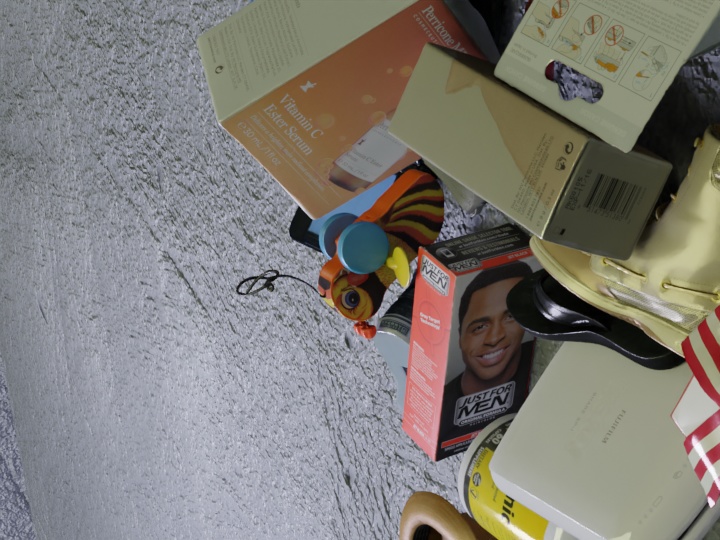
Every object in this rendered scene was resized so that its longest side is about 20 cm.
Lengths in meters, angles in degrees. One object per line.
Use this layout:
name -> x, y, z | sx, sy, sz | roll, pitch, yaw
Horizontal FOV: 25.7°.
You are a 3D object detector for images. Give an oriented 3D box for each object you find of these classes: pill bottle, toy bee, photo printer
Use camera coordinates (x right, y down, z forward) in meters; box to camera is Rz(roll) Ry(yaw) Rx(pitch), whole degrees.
pill bottle -> 0.179, 0.206, 1.329 | 0.200, 0.111, 0.112 | 31, 129, 53
toy bee -> 0.000, 0.000, 1.440 | 0.109, 0.200, 0.131 | 60, -171, -21
photo printer -> 0.206, 0.133, 1.203 | 0.167, 0.069, 0.200 | -56, 33, -5

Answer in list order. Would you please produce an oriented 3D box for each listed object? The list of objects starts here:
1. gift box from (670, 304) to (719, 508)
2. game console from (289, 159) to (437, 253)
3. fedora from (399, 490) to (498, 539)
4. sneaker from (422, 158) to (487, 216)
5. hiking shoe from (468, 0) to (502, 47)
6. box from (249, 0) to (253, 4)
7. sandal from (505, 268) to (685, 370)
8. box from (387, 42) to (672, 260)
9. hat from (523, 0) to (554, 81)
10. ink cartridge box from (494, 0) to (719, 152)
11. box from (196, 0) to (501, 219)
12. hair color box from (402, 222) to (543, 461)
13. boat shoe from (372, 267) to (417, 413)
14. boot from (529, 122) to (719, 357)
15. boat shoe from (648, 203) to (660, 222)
gift box -> 0.307, 0.096, 0.947 | 0.185, 0.186, 0.200 | 54, 145, 37
game console -> -0.027, -0.107, 1.557 | 0.200, 0.118, 0.171 | 24, 89, 58
fedora -> 0.114, 0.299, 1.531 | 0.201, 0.082, 0.201 | 41, 142, 44
sneaker -> 0.064, -0.136, 1.427 | 0.200, 0.075, 0.082 | 63, 149, 24
hiking shoe -> 0.078, -0.249, 1.371 | 0.087, 0.074, 0.201 | -131, 39, -69
box -> -0.053, -0.190, 1.515 | 0.200, 0.040, 0.137 | 55, 145, 38
sandal -> 0.185, 0.022, 1.235 | 0.200, 0.075, 0.048 | 16, 151, 53
box -> 0.117, -0.088, 1.140 | 0.200, 0.095, 0.078 | 39, 111, 47
hat -> 0.175, -0.230, 1.211 | 0.176, 0.166, 0.200 | 38, 172, -24
ink cartridge box -> 0.199, -0.185, 1.067 | 0.162, 0.050, 0.200 | 40, 103, 49
box -> -0.003, -0.161, 1.265 | 0.152, 0.200, 0.107 | 44, -158, -46
hair color box -> 0.101, 0.066, 1.424 | 0.061, 0.101, 0.201 | 42, 138, 46
boat shoe -> 0.076, 0.083, 1.524 | 0.071, 0.091, 0.200 | 19, 151, 29
boot -> 0.221, -0.036, 1.128 | 0.200, 0.073, 0.156 | 34, 117, 40
boat shoe -> 0.183, -0.069, 1.238 | 0.200, 0.066, 0.074 | 40, 140, 20
